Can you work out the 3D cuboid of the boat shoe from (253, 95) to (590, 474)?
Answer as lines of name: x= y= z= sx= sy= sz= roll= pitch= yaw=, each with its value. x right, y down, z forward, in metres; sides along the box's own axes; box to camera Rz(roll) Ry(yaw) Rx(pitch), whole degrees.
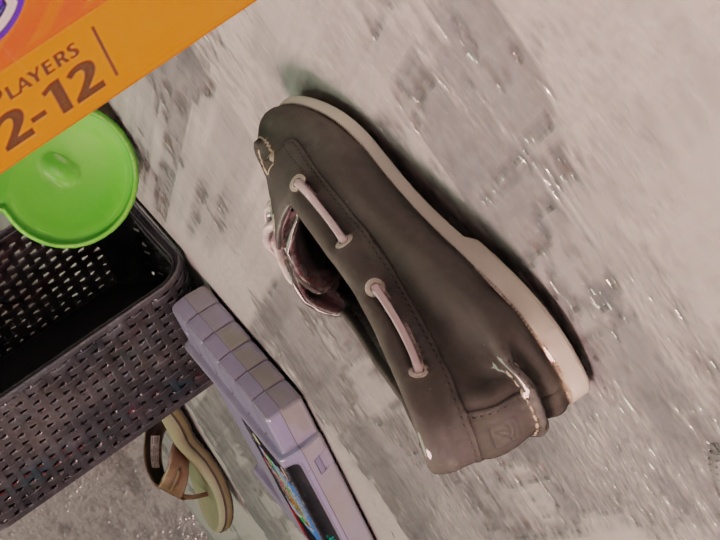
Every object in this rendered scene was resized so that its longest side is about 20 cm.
boat shoe: x=0.000 y=0.000 z=0.758 sx=0.200 sy=0.057 sz=0.067 roll=43 pitch=164 yaw=52

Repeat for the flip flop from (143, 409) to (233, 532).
flip flop: x=-0.173 y=0.165 z=2.099 sx=0.081 sy=0.057 sz=0.201 roll=45 pitch=165 yaw=47

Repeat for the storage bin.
storage bin: x=-0.199 y=0.051 z=1.447 sx=0.135 sy=0.199 sz=0.094 roll=45 pitch=166 yaw=45

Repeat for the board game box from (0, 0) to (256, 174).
board game box: x=-0.137 y=-0.150 z=0.512 sx=0.200 sy=0.199 sz=0.201 roll=47 pitch=168 yaw=42

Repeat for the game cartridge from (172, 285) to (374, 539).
game cartridge: x=-0.046 y=0.113 z=1.413 sx=0.130 sy=0.038 sz=0.201 roll=52 pitch=170 yaw=45

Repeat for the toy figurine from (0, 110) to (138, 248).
toy figurine: x=-0.220 y=-0.106 z=1.374 sx=0.199 sy=0.151 sz=0.184 roll=33 pitch=-171 yaw=-11
